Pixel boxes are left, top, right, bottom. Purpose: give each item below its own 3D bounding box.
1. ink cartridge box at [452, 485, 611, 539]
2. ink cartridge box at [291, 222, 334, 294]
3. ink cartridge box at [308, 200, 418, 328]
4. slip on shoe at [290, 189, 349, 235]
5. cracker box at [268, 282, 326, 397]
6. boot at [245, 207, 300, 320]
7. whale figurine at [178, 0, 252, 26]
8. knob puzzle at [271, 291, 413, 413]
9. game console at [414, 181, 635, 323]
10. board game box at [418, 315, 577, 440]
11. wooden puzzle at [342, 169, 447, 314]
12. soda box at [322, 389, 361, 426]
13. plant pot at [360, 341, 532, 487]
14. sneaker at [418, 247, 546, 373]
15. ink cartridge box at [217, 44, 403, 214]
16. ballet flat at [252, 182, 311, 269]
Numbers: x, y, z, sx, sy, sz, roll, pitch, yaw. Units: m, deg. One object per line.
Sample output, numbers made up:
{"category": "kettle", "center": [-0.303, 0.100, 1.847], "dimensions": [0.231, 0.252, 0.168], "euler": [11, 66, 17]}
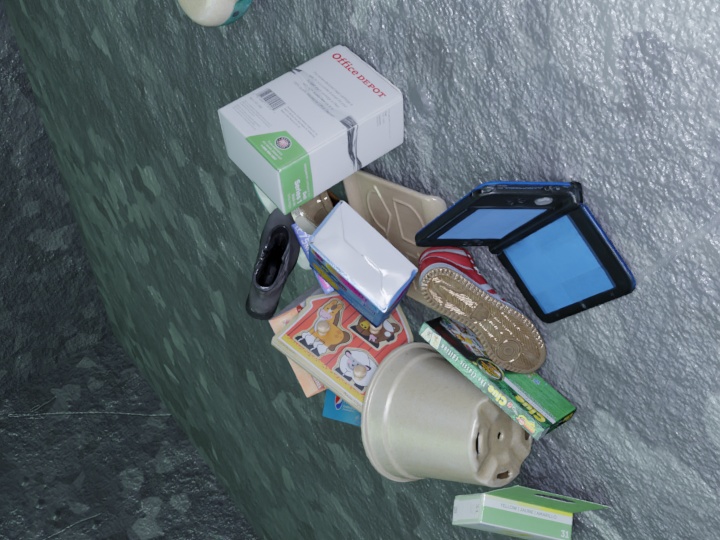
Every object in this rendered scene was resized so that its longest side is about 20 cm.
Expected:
{"category": "ink cartridge box", "center": [0.228, 0.336, 1.273], "dimensions": [0.200, 0.143, 0.049], "euler": [140, 142, -67]}
{"category": "ink cartridge box", "center": [-0.061, -0.032, 1.459], "dimensions": [0.121, 0.041, 0.200], "euler": [63, -177, -6]}
{"category": "ink cartridge box", "center": [0.000, 0.000, 1.253], "dimensions": [0.136, 0.077, 0.200], "euler": [42, 173, 5]}
{"category": "slip on shoe", "center": [-0.033, -0.073, 1.369], "dimensions": [0.199, 0.060, 0.077], "euler": [35, -145, -57]}
{"category": "cracker box", "center": [-0.062, 0.101, 1.511], "dimensions": [0.057, 0.200, 0.136], "euler": [-24, 97, 22]}
{"category": "boot", "center": [-0.123, -0.034, 1.422], "dimensions": [0.132, 0.068, 0.204], "euler": [112, 168, -59]}
{"category": "whale figurine", "center": [-0.189, -0.446, 1.326], "dimensions": [0.160, 0.103, 0.201], "euler": [50, 130, 23]}
{"category": "knob puzzle", "center": [-0.004, 0.093, 1.382], "dimensions": [0.220, 0.217, 0.031], "euler": [47, 144, 27]}
{"category": "game console", "center": [0.173, -0.012, 1.028], "dimensions": [0.200, 0.167, 0.121], "euler": [142, 124, -66]}
{"category": "board game box", "center": [0.172, 0.126, 1.170], "dimensions": [0.200, 0.104, 0.024], "euler": [42, 116, 24]}
{"category": "wooden puzzle", "center": [0.068, -0.044, 1.290], "dimensions": [0.198, 0.046, 0.188], "euler": [23, 136, 49]}
{"category": "soda box", "center": [0.008, 0.206, 1.443], "dimensions": [0.199, 0.063, 0.069], "euler": [-6, 73, 66]}
{"category": "plant pot", "center": [0.132, 0.211, 1.292], "dimensions": [0.182, 0.199, 0.204], "euler": [5, 122, 48]}
{"category": "sneaker", "center": [0.151, 0.043, 1.177], "dimensions": [0.199, 0.071, 0.113], "euler": [39, -165, -16]}
{"category": "ink cartridge box", "center": [-0.059, -0.185, 1.197], "dimensions": [0.146, 0.198, 0.085], "euler": [45, 155, 32]}
{"category": "ballet flat", "center": [-0.112, -0.096, 1.582], "dimensions": [0.069, 0.069, 0.203], "euler": [0, 121, 63]}
